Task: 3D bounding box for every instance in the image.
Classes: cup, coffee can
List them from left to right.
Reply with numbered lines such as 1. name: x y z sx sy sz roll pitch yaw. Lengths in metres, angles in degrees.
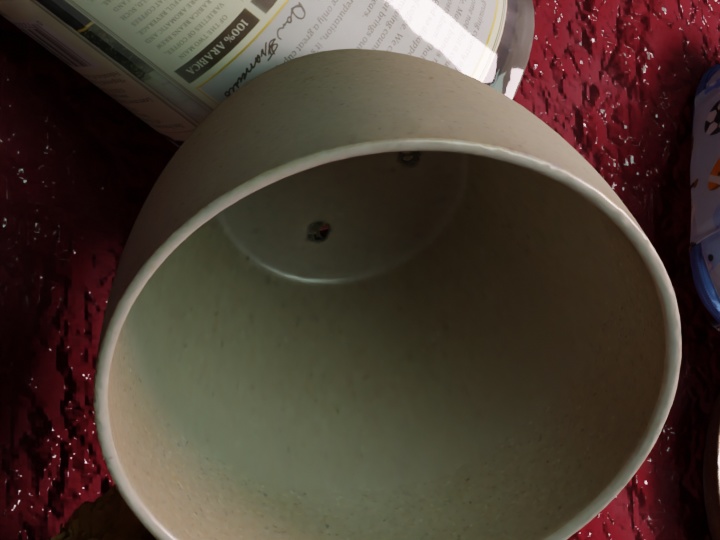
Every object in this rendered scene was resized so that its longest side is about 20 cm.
1. coffee can: -0.049 -0.120 0.877 0.200 0.146 0.147 37 58 -31
2. cup: 0.000 0.000 0.792 0.200 0.200 0.143 37 22 -30

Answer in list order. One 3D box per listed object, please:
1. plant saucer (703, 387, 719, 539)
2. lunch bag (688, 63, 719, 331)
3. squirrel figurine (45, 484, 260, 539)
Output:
1. plant saucer: 0.241 0.117 1.163 0.200 0.037 0.201 10 75 -40
2. lunch bag: 0.246 -0.022 1.139 0.160 0.076 0.200 32 46 -25
3. squirrel figurine: -0.101 0.170 0.800 0.186 0.141 0.200 38 43 -18
